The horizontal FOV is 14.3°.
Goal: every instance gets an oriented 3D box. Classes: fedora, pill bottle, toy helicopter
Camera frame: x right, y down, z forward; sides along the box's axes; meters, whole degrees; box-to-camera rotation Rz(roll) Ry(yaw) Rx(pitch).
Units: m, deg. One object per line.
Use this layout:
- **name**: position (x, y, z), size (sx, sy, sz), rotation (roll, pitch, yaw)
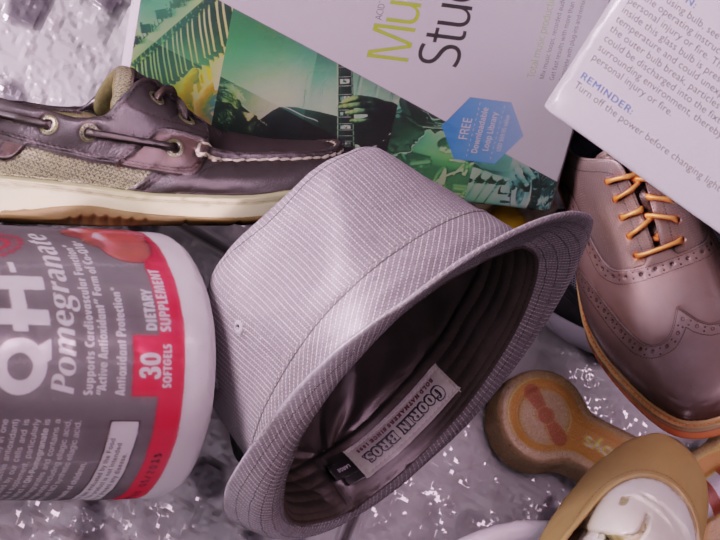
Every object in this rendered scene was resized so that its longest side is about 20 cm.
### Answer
- **fedora**: position (-0.002, 0.018, 1.172), size (0.177, 0.200, 0.090), rotation (-29, 66, -34)
- **pill bottle**: position (-0.167, 0.036, 1.135), size (0.199, 0.111, 0.111), rotation (2, 74, -29)
- **toy helicopter**: position (0.143, 0.114, 1.321), size (0.199, 0.079, 0.133), rotation (29, 71, -7)

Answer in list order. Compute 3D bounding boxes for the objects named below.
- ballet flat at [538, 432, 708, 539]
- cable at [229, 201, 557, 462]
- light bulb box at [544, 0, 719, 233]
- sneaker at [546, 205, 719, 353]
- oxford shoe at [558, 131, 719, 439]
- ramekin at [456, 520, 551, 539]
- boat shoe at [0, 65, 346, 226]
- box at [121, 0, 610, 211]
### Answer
- **ballet flat**: position (0.095, 0.136, 1.164), size (0.069, 0.063, 0.200), rotation (48, 57, -9)
- **cable**: position (0.000, 0.000, 1.276), size (0.097, 0.050, 0.200), rotation (45, 59, -5)
- **light bulb box**: position (0.203, -0.128, 1.204), size (0.125, 0.200, 0.198), rotation (36, 21, 11)
- **sneaker**: position (0.173, -0.001, 1.332), size (0.199, 0.114, 0.076), rotation (14, 67, -21)
- **oxford shoe**: position (0.121, -0.016, 1.264), size (0.071, 0.073, 0.201), rotation (-20, 54, 0)
- **ramekin**: position (0.062, 0.213, 1.216), size (0.200, 0.098, 0.201), rotation (9, 71, -27)
- **boat shoe**: position (-0.097, -0.052, 1.191), size (0.199, 0.073, 0.065), rotation (-1, 97, -19)
- **box**: position (0.000, -0.100, 1.225), size (0.199, 0.145, 0.036), rotation (7, 39, -8)
